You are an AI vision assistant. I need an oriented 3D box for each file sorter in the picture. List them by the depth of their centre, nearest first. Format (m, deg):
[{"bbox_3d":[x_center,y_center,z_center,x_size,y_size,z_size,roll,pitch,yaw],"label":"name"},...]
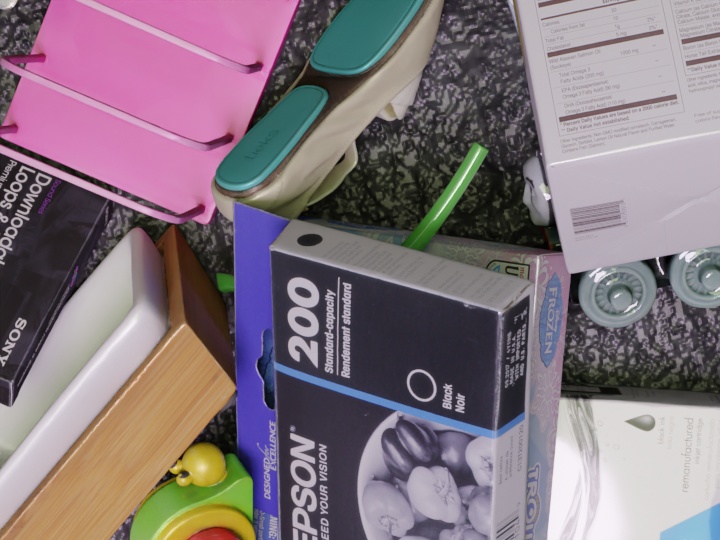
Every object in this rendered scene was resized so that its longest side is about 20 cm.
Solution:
[{"bbox_3d":[-0.120,-0.141,1.218,0.138,0.125,0.201,23,97,2],"label":"file sorter"}]

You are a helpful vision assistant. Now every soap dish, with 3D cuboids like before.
[{"bbox_3d":[-0.153,0.083,1.227,0.081,0.157,0.200,37,102,-18],"label":"soap dish"}]

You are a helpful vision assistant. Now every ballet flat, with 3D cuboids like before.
[{"bbox_3d":[-0.010,-0.097,1.240,0.069,0.069,0.200,42,75,0],"label":"ballet flat"}]

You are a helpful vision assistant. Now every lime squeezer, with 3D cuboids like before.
[{"bbox_3d":[0.000,0.000,1.193,0.200,0.071,0.038,-27,136,34],"label":"lime squeezer"}]

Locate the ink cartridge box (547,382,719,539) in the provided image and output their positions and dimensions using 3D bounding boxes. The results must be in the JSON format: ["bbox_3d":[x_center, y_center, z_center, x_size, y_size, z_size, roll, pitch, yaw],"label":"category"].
[{"bbox_3d":[0.116,0.127,1.254,0.199,0.067,0.117,3,95,4],"label":"ink cartridge box"}]

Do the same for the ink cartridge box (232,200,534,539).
[{"bbox_3d":[-0.001,0.079,1.156,0.199,0.043,0.199,16,119,32],"label":"ink cartridge box"}]

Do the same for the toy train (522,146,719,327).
[{"bbox_3d":[0.189,-0.041,1.213,0.199,0.085,0.114,-11,115,3],"label":"toy train"}]

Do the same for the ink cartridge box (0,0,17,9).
[{"bbox_3d":[-0.225,-0.270,1.229,0.175,0.084,0.201,28,97,6],"label":"ink cartridge box"}]

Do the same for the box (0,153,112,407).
[{"bbox_3d":[-0.263,-0.022,1.249,0.199,0.036,0.143,23,60,1],"label":"box"}]

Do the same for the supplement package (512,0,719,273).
[{"bbox_3d":[0.158,-0.128,1.111,0.150,0.152,0.201,-10,68,6],"label":"supplement package"}]

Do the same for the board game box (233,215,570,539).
[{"bbox_3d":[0.019,0.077,1.224,0.198,0.043,0.201,8,97,33],"label":"board game box"}]

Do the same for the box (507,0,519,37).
[{"bbox_3d":[0.148,-0.181,1.236,0.136,0.040,0.201,-17,94,7],"label":"box"}]

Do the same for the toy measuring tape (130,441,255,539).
[{"bbox_3d":[-0.098,0.186,1.246,0.073,0.074,0.201,4,122,4],"label":"toy measuring tape"}]
